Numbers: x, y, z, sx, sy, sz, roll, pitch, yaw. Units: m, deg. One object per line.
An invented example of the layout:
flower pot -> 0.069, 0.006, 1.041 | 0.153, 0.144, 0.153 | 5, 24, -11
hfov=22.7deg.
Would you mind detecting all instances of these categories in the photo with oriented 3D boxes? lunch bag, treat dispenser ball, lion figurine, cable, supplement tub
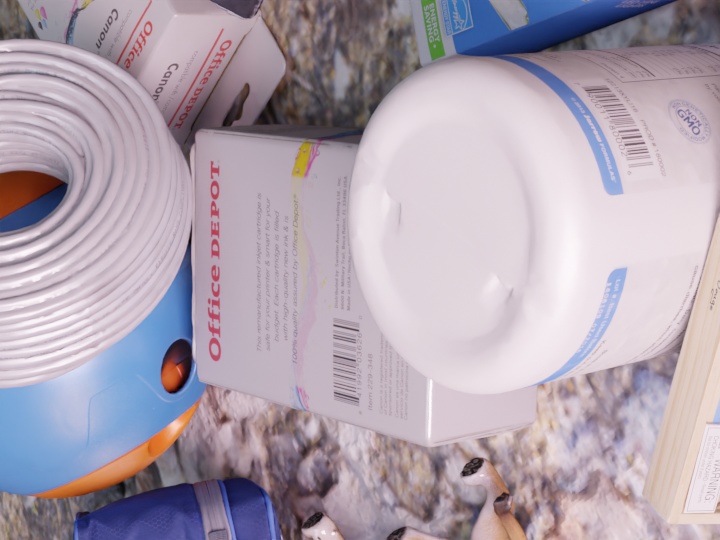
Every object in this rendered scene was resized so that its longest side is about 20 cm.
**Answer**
lunch bag -> -0.088, 0.225, 1.049 | 0.136, 0.132, 0.201 | -179, 79, -83
treat dispenser ball -> -0.188, 0.037, 1.089 | 0.200, 0.200, 0.202 | 11, 104, 47
lion figurine -> 0.033, 0.178, 0.958 | 0.200, 0.073, 0.123 | -20, 115, 42
cable -> -0.190, -0.035, 0.974 | 0.200, 0.199, 0.069 | 53, 160, 32
supplement tub -> 0.105, -0.027, 0.745 | 0.132, 0.199, 0.133 | 9, 103, 47

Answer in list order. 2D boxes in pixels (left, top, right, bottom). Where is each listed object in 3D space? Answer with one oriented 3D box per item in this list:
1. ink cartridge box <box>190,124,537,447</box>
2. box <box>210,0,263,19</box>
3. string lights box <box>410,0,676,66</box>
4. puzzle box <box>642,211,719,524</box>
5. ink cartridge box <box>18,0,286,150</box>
ink cartridge box -> 0.000, 0.000, 0.957 | 0.200, 0.085, 0.148 | 13, 105, 49
box -> -0.096, -0.272, 0.922 | 0.200, 0.196, 0.118 | -57, 13, 38
string lights box -> 0.106, -0.168, 0.827 | 0.200, 0.059, 0.103 | -16, 82, 49
puzzle box -> 0.196, 0.009, 0.702 | 0.025, 0.132, 0.201 | -128, 45, -58
ink cartridge box -> -0.135, -0.156, 1.097 | 0.200, 0.067, 0.117 | 57, 132, 26
